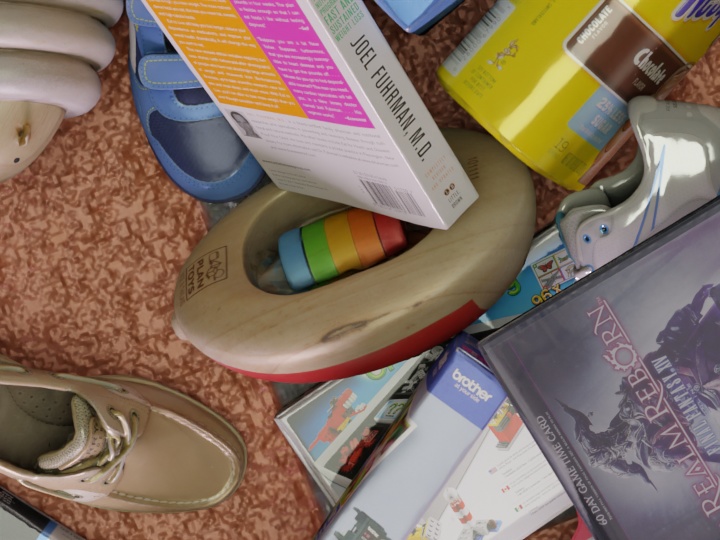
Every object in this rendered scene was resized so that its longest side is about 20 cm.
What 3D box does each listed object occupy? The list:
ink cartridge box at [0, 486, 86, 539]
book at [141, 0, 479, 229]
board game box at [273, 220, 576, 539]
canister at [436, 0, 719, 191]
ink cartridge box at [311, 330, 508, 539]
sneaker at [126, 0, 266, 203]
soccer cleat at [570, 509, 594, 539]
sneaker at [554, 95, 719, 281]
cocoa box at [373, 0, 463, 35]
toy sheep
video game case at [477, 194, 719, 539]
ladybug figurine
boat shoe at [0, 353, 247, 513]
[{"bbox_3d":[-0.192,0.230,1.504,0.198,0.043,0.200,32,96,-1],"label":"ink cartridge box"},{"bbox_3d":[-0.037,-0.109,1.358,0.048,0.133,0.200,-47,126,-21],"label":"book"},{"bbox_3d":[0.072,0.070,1.485,0.200,0.035,0.126,-34,93,4],"label":"board game box"},{"bbox_3d":[0.138,-0.140,1.411,0.087,0.149,0.200,43,97,14],"label":"canister"},{"bbox_3d":[0.024,0.097,1.410,0.042,0.119,0.200,38,95,0],"label":"ink cartridge box"},{"bbox_3d":[-0.087,-0.132,1.452,0.074,0.082,0.201,-8,95,1],"label":"sneaker"},{"bbox_3d":[0.074,0.205,1.489,0.200,0.067,0.077,-42,62,9],"label":"soccer cleat"},{"bbox_3d":[0.130,0.002,1.408,0.086,0.075,0.200,15,107,-9],"label":"sneaker"},{"bbox_3d":[0.030,-0.202,1.383,0.131,0.200,0.133,-42,91,5],"label":"cocoa box"},{"bbox_3d":[-0.184,-0.141,1.435,0.137,0.138,0.201,1,88,2],"label":"toy sheep"},{"bbox_3d":[0.172,0.044,1.308,0.200,0.019,0.143,-32,90,17],"label":"video game case"},{"bbox_3d":[0.000,0.000,1.446,0.200,0.136,0.072,-18,132,14],"label":"ladybug figurine"},{"bbox_3d":[-0.145,0.085,1.453,0.200,0.065,0.072,20,96,-24],"label":"boat shoe"}]
